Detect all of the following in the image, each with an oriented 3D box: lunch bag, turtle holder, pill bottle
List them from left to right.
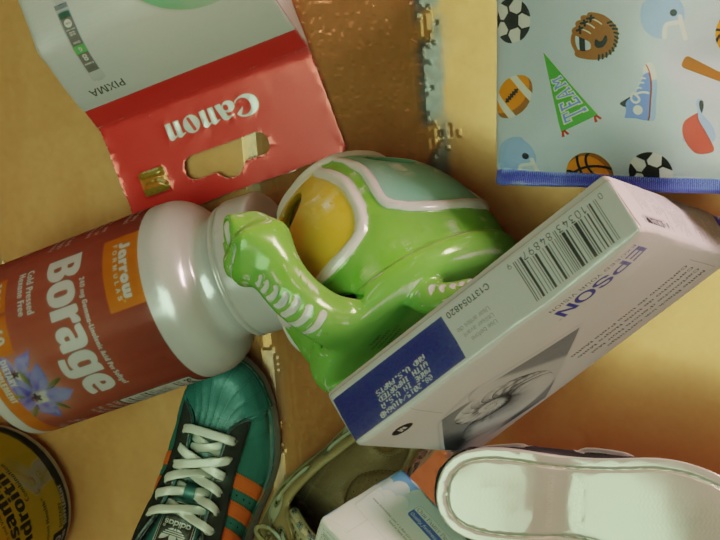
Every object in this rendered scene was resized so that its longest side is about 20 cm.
[{"bbox_3d":[-0.276,0.178,1.160,0.111,0.200,0.113,4,104,17],"label":"pill bottle"},{"bbox_3d":[-0.138,0.023,1.128,0.199,0.112,0.113,-20,96,21],"label":"pill bottle"},{"bbox_3d":[0.000,0.005,1.050,0.132,0.185,0.141,55,150,23],"label":"turtle holder"},{"bbox_3d":[0.183,-0.128,0.988,0.199,0.124,0.171,3,102,25],"label":"lunch bag"}]

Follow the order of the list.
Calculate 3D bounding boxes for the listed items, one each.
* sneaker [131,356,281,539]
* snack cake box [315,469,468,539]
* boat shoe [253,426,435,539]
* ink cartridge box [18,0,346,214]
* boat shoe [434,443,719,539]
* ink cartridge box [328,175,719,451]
[{"bbox_3d":[-0.103,0.153,1.163,0.071,0.080,0.201,15,106,15],"label":"sneaker"},{"bbox_3d":[0.019,0.230,1.087,0.115,0.067,0.200,45,143,25],"label":"snack cake box"},{"bbox_3d":[-0.016,0.147,1.144,0.073,0.063,0.200,35,111,6],"label":"boat shoe"},{"bbox_3d":[-0.118,-0.140,1.120,0.160,0.050,0.201,-18,94,21],"label":"ink cartridge box"},{"bbox_3d":[0.141,0.138,1.030,0.199,0.060,0.074,6,91,3],"label":"boat shoe"},{"bbox_3d":[0.109,0.032,1.005,0.199,0.200,0.041,-39,68,22],"label":"ink cartridge box"}]
